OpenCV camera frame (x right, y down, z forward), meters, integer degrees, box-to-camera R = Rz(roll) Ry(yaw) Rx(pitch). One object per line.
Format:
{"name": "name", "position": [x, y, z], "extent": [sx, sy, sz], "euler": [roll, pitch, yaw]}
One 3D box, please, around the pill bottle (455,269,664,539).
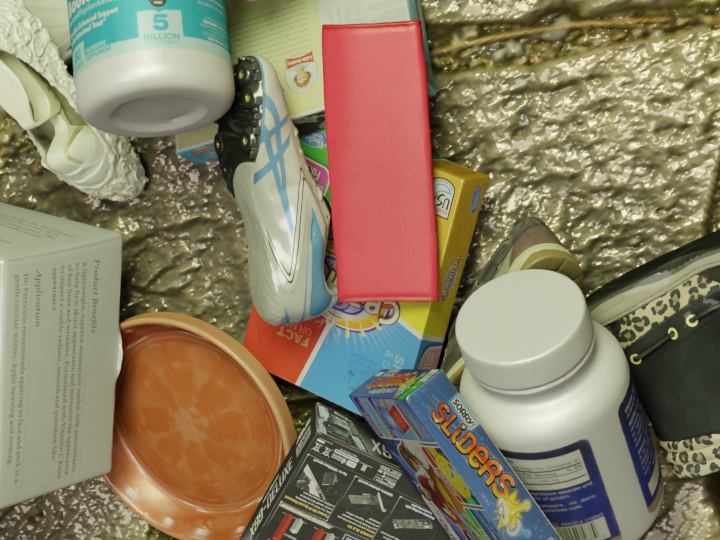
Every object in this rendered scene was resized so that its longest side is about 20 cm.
{"name": "pill bottle", "position": [0.136, 0.100, 1.200], "extent": [0.120, 0.120, 0.200], "euler": [-7, 132, 19]}

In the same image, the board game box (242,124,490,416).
{"name": "board game box", "position": [0.000, 0.000, 1.287], "extent": [0.153, 0.040, 0.200], "euler": [22, 108, 28]}

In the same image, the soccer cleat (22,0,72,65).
{"name": "soccer cleat", "position": [-0.225, -0.204, 1.322], "extent": [0.200, 0.069, 0.078], "euler": [-38, 86, 24]}

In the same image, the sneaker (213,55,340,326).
{"name": "sneaker", "position": [-0.057, -0.060, 1.237], "extent": [0.072, 0.072, 0.200], "euler": [20, 124, 57]}

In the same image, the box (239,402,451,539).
{"name": "box", "position": [0.019, 0.213, 1.309], "extent": [0.200, 0.050, 0.158], "euler": [25, 110, -10]}

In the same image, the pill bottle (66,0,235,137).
{"name": "pill bottle", "position": [-0.152, -0.202, 1.203], "extent": [0.111, 0.111, 0.200], "euler": [-14, 73, 20]}

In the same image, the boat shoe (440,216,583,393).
{"name": "boat shoe", "position": [0.103, 0.047, 1.274], "extent": [0.072, 0.066, 0.201], "euler": [10, 129, -19]}

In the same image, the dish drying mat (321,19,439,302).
{"name": "dish drying mat", "position": [0.014, -0.076, 1.215], "extent": [0.077, 0.018, 0.200], "euler": [-1, 103, 15]}

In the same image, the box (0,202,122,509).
{"name": "box", "position": [-0.302, 0.055, 1.340], "extent": [0.200, 0.131, 0.199], "euler": [14, 106, 34]}

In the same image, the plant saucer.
{"name": "plant saucer", "position": [-0.136, 0.125, 1.362], "extent": [0.200, 0.032, 0.200], "euler": [12, 116, 25]}

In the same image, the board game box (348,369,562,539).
{"name": "board game box", "position": [0.079, 0.158, 1.197], "extent": [0.034, 0.135, 0.200], "euler": [-37, 98, -16]}

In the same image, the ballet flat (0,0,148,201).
{"name": "ballet flat", "position": [-0.237, -0.115, 1.302], "extent": [0.072, 0.072, 0.200], "euler": [-22, 122, 21]}

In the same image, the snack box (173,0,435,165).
{"name": "snack box", "position": [-0.049, -0.160, 1.268], "extent": [0.200, 0.037, 0.116], "euler": [-14, 73, 20]}

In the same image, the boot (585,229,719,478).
{"name": "boot", "position": [0.273, 0.050, 1.217], "extent": [0.203, 0.073, 0.154], "euler": [-25, 96, 27]}
